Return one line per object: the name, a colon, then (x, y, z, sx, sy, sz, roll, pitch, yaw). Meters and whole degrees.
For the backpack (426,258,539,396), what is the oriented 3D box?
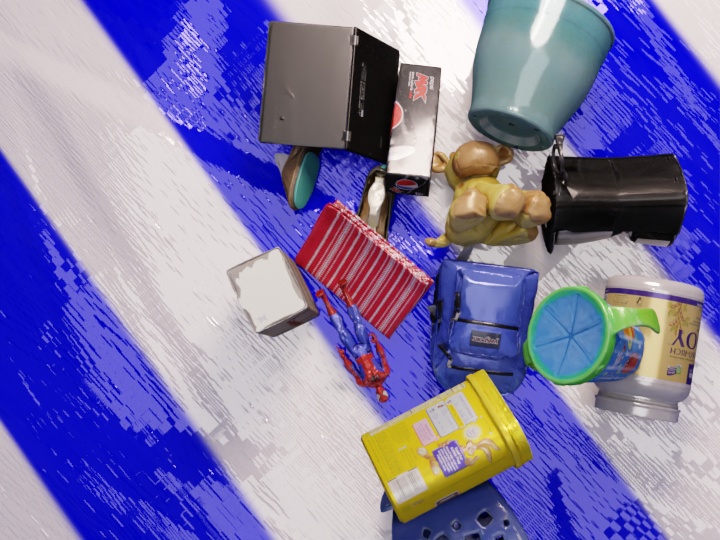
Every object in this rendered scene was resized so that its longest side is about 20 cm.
backpack: (0.176, 0.090, 1.515, 0.162, 0.168, 0.201, 8, 93, 8)

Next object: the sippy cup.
sippy cup: (0.324, 0.100, 1.419, 0.177, 0.130, 0.140, 22, 94, 47)

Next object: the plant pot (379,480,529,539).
plant pot: (0.133, 0.376, 1.483, 0.199, 0.200, 0.181, -21, 78, 1)

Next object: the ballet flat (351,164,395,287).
ballet flat: (0.013, -0.069, 1.578, 0.068, 0.068, 0.201, 8, 86, 5)

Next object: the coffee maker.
coffee maker: (0.378, -0.111, 1.507, 0.199, 0.192, 0.135, -3, 69, 0)

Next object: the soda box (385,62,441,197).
soda box: (0.082, -0.217, 1.558, 0.070, 0.063, 0.201, 6, 66, 2)

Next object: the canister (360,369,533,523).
canister: (0.115, 0.242, 1.401, 0.199, 0.087, 0.149, -27, 43, -3)

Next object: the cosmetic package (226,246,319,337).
cosmetic package: (-0.126, 0.036, 1.510, 0.087, 0.200, 0.104, -26, 85, 1)

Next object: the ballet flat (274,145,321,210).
ballet flat: (-0.094, -0.195, 1.599, 0.072, 0.068, 0.201, 16, 86, 23)

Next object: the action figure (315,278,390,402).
action figure: (-0.004, 0.115, 1.565, 0.065, 0.052, 0.201, -26, 101, -2)

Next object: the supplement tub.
supplement tub: (0.425, 0.116, 1.512, 0.145, 0.145, 0.201, 9, 86, 3)

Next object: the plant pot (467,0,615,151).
plant pot: (0.252, -0.288, 1.506, 0.199, 0.200, 0.189, 21, 79, 3)

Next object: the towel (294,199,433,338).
towel: (0.000, 0.000, 1.556, 0.200, 0.022, 0.145, 40, 129, 5)

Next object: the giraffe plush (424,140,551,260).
giraffe plush: (0.183, -0.125, 1.541, 0.172, 0.200, 0.163, 7, 68, -25)

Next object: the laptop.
laptop: (-0.044, -0.272, 1.572, 0.115, 0.200, 0.188, 2, 86, 35)
